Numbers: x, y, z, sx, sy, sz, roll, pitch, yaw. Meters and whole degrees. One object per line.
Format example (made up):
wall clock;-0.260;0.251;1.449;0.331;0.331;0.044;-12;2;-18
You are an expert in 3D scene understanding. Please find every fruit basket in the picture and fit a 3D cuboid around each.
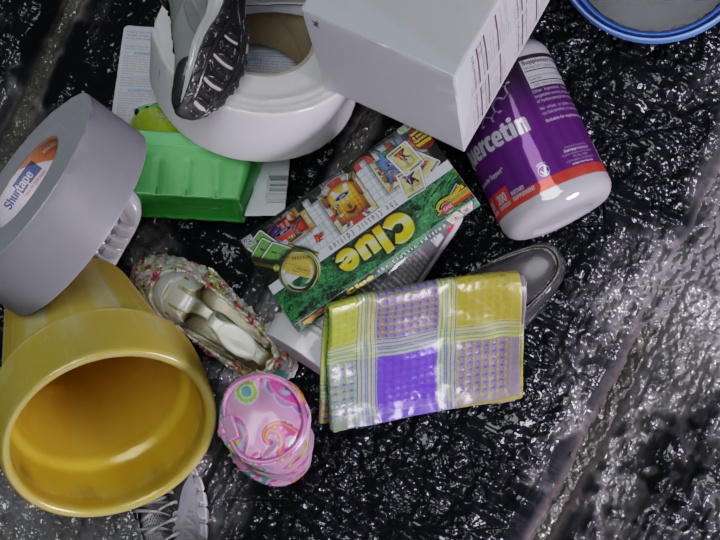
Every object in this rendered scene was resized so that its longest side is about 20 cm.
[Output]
fruit basket;-0.155;-0.146;1.613;0.184;0.094;0.201;3;63;3

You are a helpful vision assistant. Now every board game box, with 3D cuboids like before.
board game box;-0.002;-0.042;1.478;0.199;0.023;0.105;-35;66;1

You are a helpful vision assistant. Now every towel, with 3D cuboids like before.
towel;0.060;0.074;1.499;0.198;0.023;0.145;-7;120;-17

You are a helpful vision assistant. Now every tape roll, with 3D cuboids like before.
tape roll;-0.280;-0.060;1.484;0.066;0.200;0.201;36;89;-25
tape roll;-0.098;-0.201;1.561;0.201;0.071;0.204;5;54;-6

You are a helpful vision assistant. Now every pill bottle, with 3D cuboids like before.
pill bottle;0.148;-0.137;1.540;0.112;0.112;0.201;-25;79;5
pill bottle;0.000;0.000;1.534;0.110;0.111;0.201;32;81;12

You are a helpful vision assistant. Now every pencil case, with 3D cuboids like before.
pencil case;-0.085;0.149;1.493;0.087;0.200;0.088;0;77;-2

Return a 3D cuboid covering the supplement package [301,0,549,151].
supplement package;0.069;-0.245;1.441;0.151;0.151;0.201;26;75;15

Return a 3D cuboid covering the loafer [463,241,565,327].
loafer;0.107;0.039;1.542;0.199;0.072;0.073;-37;77;2

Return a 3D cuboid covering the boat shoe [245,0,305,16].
boat shoe;-0.085;-0.278;1.534;0.198;0.066;0.072;8;53;-4

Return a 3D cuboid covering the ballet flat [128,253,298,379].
ballet flat;-0.145;0.043;1.586;0.199;0.064;0.076;31;91;12

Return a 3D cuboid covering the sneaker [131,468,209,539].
sneaker;-0.183;0.249;1.536;0.075;0.115;0.201;-18;80;6

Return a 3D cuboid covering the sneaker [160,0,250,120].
sneaker;-0.144;-0.230;1.474;0.079;0.074;0.202;1;75;25

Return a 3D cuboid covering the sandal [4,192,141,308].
sandal;-0.276;-0.019;1.600;0.082;0.050;0.202;37;123;-22

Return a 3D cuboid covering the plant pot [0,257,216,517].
plant pot;-0.250;0.092;1.521;0.200;0.201;0.189;-31;42;3

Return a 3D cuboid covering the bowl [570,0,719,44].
bowl;0.281;-0.312;1.555;0.199;0.039;0.202;-1;83;10
